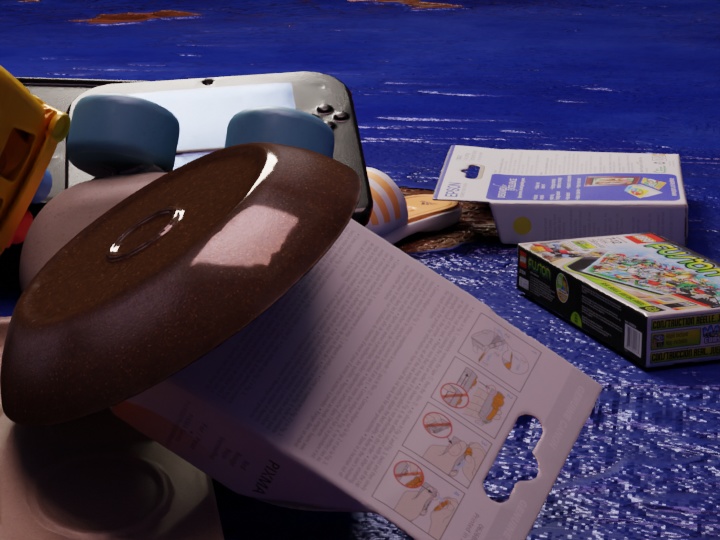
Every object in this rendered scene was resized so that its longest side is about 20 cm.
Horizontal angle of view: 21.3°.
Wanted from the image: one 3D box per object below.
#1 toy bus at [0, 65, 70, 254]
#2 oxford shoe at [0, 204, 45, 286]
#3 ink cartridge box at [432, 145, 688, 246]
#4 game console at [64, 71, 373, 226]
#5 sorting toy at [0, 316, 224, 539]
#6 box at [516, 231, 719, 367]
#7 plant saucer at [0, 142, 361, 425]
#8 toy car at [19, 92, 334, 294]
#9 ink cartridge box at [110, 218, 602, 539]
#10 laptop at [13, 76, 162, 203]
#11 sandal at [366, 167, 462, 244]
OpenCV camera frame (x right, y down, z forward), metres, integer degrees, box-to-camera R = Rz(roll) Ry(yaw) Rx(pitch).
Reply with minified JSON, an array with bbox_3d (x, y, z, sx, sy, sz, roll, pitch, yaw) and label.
[{"bbox_3d":[-0.252,-0.036,1.059,0.135,0.201,0.192,26,-4,29],"label":"toy bus"},{"bbox_3d":[-0.287,-0.027,1.394,0.198,0.073,0.084,4,17,19],"label":"oxford shoe"},{"bbox_3d":[0.165,-0.061,1.567,0.198,0.047,0.198,0,16,8],"label":"ink cartridge box"},{"bbox_3d":[-0.098,-0.076,1.279,0.198,0.031,0.177,-5,34,-4],"label":"game console"},{"bbox_3d":[-0.165,0.095,0.905,0.183,0.037,0.201,-4,36,-11],"label":"sorting toy"},{"bbox_3d":[0.193,0.016,1.279,0.109,0.035,0.200,-5,15,-19],"label":"box"},{"bbox_3d":[-0.093,-0.005,0.895,0.199,0.037,0.201,-28,21,12],"label":"plant saucer"},{"bbox_3d":[-0.090,0.022,1.102,0.175,0.186,0.200,5,-15,9],"label":"toy car"},{"bbox_3d":[0.002,0.059,0.928,0.199,0.050,0.162,35,44,1],"label":"ink cartridge box"},{"bbox_3d":[-0.214,-0.080,1.420,0.186,0.117,0.200,4,-13,16],"label":"laptop"},{"bbox_3d":[0.007,-0.055,1.508,0.079,0.060,0.206,9,18,34],"label":"sandal"}]
